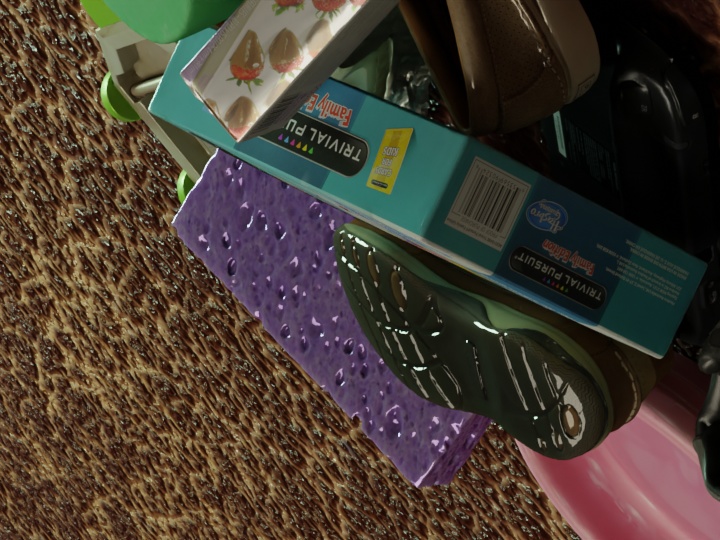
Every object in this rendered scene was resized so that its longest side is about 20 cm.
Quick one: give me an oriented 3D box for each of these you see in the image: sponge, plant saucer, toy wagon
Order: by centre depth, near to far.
[{"bbox_3d":[0.159,0.106,1.469,0.200,0.051,0.201,40,159,19],"label":"plant saucer"},{"bbox_3d":[0.000,0.000,1.479,0.200,0.030,0.112,46,117,25],"label":"sponge"},{"bbox_3d":[-0.088,-0.095,1.598,0.200,0.040,0.155,52,159,-13],"label":"toy wagon"}]

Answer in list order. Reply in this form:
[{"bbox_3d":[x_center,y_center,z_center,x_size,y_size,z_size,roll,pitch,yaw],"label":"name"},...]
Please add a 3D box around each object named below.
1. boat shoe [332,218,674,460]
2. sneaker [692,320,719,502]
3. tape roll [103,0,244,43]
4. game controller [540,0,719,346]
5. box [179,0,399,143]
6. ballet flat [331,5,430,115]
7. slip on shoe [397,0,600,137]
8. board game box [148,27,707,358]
[{"bbox_3d":[0.065,0.023,1.375,0.200,0.074,0.076,33,141,47],"label":"boat shoe"},{"bbox_3d":[0.181,0.085,1.278,0.066,0.090,0.201,26,141,45],"label":"sneaker"},{"bbox_3d":[-0.100,-0.193,1.238,0.201,0.048,0.201,53,158,31],"label":"tape roll"},{"bbox_3d":[0.116,-0.047,1.297,0.104,0.042,0.200,51,165,34],"label":"game controller"},{"bbox_3d":[0.008,-0.129,1.163,0.039,0.041,0.200,49,121,8],"label":"box"},{"bbox_3d":[0.000,-0.103,1.369,0.072,0.072,0.200,38,158,22],"label":"ballet flat"},{"bbox_3d":[0.022,-0.147,1.206,0.201,0.060,0.076,62,159,-5],"label":"slip on shoe"},{"bbox_3d":[0.026,-0.035,1.269,0.151,0.047,0.200,26,180,-40],"label":"board game box"}]
